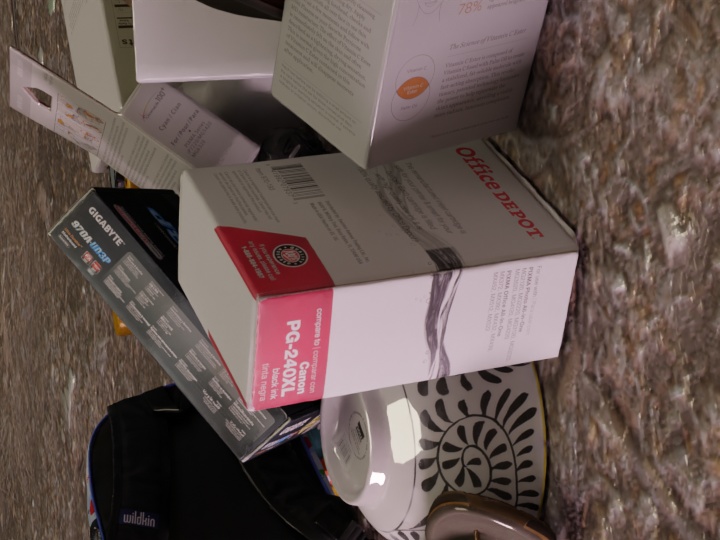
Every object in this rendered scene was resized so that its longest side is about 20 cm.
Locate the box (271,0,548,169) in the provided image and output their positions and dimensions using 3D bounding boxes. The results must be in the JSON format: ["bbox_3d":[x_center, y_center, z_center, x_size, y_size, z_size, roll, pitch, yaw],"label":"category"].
[{"bbox_3d":[0.037,-0.176,1.003,0.097,0.124,0.201,41,133,36],"label":"box"}]

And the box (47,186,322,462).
[{"bbox_3d":[-0.104,0.031,1.180,0.200,0.046,0.159,49,-168,8],"label":"box"}]

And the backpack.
[{"bbox_3d":[-0.106,0.173,1.250,0.154,0.199,0.191,102,153,-57],"label":"backpack"}]

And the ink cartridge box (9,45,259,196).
[{"bbox_3d":[-0.167,-0.105,1.259,0.045,0.176,0.200,-57,6,-11],"label":"ink cartridge box"}]

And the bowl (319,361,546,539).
[{"bbox_3d":[0.032,0.101,1.130,0.201,0.094,0.202,177,90,-67],"label":"bowl"}]

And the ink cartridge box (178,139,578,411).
[{"bbox_3d":[0.008,-0.003,1.036,0.145,0.199,0.084,-125,34,-51],"label":"ink cartridge box"}]

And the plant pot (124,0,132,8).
[{"bbox_3d":[-0.117,-0.279,1.295,0.175,0.199,0.201,104,151,-42],"label":"plant pot"}]

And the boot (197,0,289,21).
[{"bbox_3d":[-0.025,-0.247,1.060,0.064,0.186,0.201,18,99,42],"label":"boot"}]

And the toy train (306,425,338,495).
[{"bbox_3d":[-0.013,0.195,1.314,0.150,0.055,0.201,15,109,61],"label":"toy train"}]

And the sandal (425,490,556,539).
[{"bbox_3d":[0.064,0.196,1.072,0.200,0.081,0.055,115,171,-53],"label":"sandal"}]

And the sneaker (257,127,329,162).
[{"bbox_3d":[-0.062,-0.032,1.267,0.200,0.079,0.074,89,-154,-56],"label":"sneaker"}]

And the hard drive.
[{"bbox_3d":[-0.049,-0.193,1.143,0.027,0.199,0.133,-102,9,-86],"label":"hard drive"}]

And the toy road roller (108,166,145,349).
[{"bbox_3d":[-0.146,-0.032,1.465,0.146,0.122,0.201,-166,72,-77],"label":"toy road roller"}]

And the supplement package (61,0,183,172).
[{"bbox_3d":[-0.187,-0.203,1.568,0.121,0.119,0.201,131,131,-58],"label":"supplement package"}]

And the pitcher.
[{"bbox_3d":[-0.040,-0.138,1.255,0.171,0.121,0.200,41,139,6],"label":"pitcher"}]
